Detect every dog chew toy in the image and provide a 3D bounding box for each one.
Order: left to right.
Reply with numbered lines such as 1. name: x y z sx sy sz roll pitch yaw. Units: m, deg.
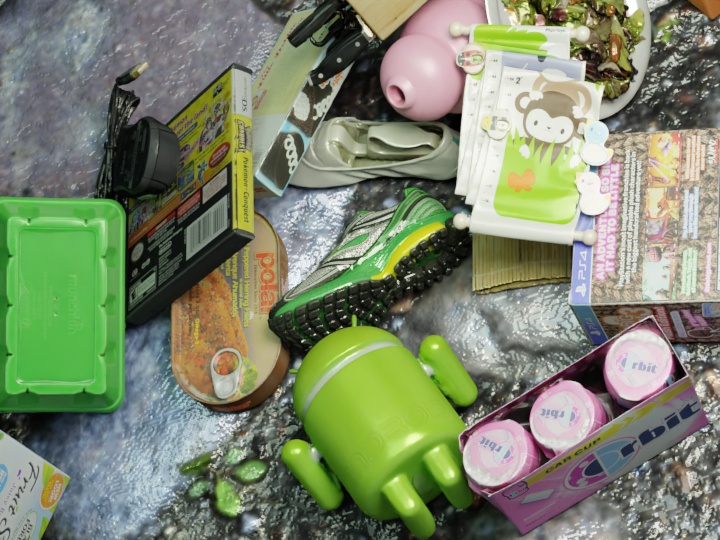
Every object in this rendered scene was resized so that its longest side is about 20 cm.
1. dog chew toy: 0.092 -0.202 1.678 0.124 0.126 0.200 27 44 28

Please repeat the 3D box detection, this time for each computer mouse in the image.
1. computer mouse: -0.204 -0.132 1.762 0.046 0.200 0.142 10 81 -22

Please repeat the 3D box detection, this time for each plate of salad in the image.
1. plate of salad: 0.195 -0.235 1.658 0.048 0.199 0.202 -15 55 53

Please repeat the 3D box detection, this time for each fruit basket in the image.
1. fruit basket: -0.300 0.033 1.745 0.154 0.216 0.218 1 64 -11

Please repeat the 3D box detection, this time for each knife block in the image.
1. knife block: 0.023 -0.248 1.631 0.064 0.200 0.176 47 57 -8

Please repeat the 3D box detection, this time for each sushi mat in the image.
1. sushi mat: 0.148 -0.077 1.695 0.095 0.012 0.202 -7 64 19

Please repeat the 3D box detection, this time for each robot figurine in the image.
1. robot figurine: 0.018 0.132 1.589 0.175 0.116 0.200 -38 60 -1

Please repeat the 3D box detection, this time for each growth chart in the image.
1. growth chart: 0.144 -0.119 1.576 0.143 0.018 0.203 -2 79 15

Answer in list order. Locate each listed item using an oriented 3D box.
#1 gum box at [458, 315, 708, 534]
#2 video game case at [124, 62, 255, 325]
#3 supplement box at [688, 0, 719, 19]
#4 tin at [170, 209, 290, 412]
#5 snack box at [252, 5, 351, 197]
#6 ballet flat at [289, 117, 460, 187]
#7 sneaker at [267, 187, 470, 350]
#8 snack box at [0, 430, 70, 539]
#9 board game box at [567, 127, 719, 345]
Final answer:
1. gum box: 0.182 0.134 1.530 0.199 0.114 0.066 -32 60 4
2. video game case: -0.162 -0.069 1.732 0.200 0.025 0.183 -35 48 44
3. supplement box: 0.278 -0.325 1.731 0.069 0.067 0.200 -43 59 1
4. tin: -0.120 0.036 1.728 0.111 0.042 0.202 -11 63 19
5. snack box: -0.069 -0.162 1.756 0.116 0.037 0.201 0 59 59
6. ballet flat: 0.005 -0.119 1.737 0.198 0.069 0.070 0 67 20
7. sneaker: 0.000 0.000 1.686 0.199 0.078 0.085 -32 51 -9
8. snack box: -0.351 0.210 1.639 0.053 0.200 0.143 19 74 26
9. board game box: 0.287 -0.029 1.575 0.198 0.097 0.161 -1 66 19
